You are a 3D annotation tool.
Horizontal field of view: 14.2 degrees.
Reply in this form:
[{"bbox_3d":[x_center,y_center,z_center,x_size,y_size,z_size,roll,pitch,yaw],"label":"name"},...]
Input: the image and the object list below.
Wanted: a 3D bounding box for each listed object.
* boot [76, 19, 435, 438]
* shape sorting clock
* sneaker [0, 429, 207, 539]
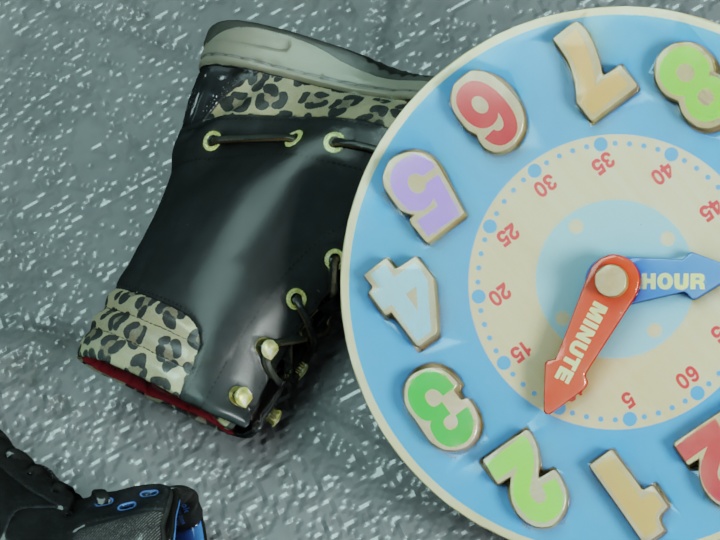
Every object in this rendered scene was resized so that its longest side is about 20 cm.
[{"bbox_3d":[0.000,0.000,1.110,0.203,0.073,0.154,20,77,25],"label":"boot"},{"bbox_3d":[0.091,0.004,1.038,0.200,0.039,0.200,0,87,7],"label":"shape sorting clock"},{"bbox_3d":[-0.120,0.089,1.103,0.112,0.073,0.200,-25,60,3],"label":"sneaker"}]
